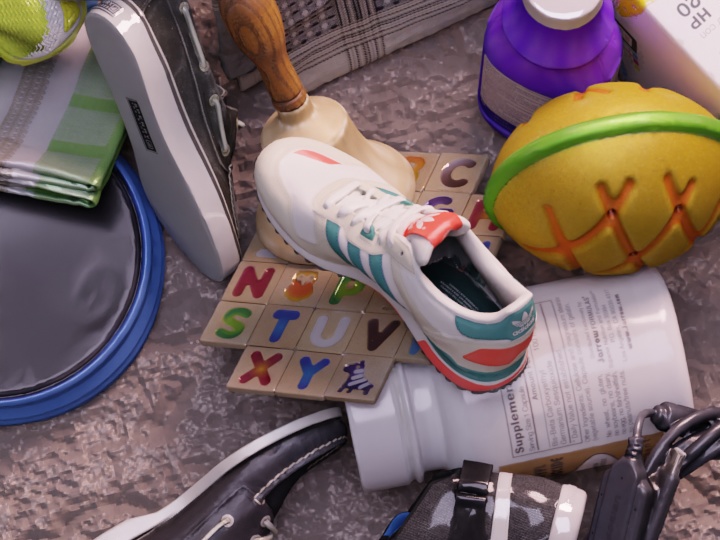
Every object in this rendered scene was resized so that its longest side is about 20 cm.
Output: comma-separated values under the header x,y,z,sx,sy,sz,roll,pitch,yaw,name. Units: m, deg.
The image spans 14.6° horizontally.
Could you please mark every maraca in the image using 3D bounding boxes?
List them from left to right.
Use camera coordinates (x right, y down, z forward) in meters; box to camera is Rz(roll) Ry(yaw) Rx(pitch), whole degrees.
x,y,z,sx,sy,sz,roll,pitch,yaw,name
0.169,-0.055,1.643,0.199,0.137,0.107,-4,66,-14,maraca

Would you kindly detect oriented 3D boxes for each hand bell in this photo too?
x,y,z,sx,sy,sz,roll,pitch,yaw,name
-0.046,-0.110,1.671,0.104,0.200,0.104,-13,42,12,hand bell

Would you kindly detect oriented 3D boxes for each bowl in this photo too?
x,y,z,sx,sy,sz,roll,pitch,yaw,name
-0.222,-0.005,1.746,0.200,0.039,0.201,-1,76,2,bowl

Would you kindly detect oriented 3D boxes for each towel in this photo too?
x,y,z,sx,sy,sz,roll,pitch,yaw,name
-0.235,-0.118,1.748,0.199,0.031,0.150,11,55,10,towel
0.003,-0.179,1.704,0.199,0.193,0.035,-22,68,-4,towel

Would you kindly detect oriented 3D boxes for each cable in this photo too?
x,y,z,sx,sy,sz,roll,pitch,yaw,name
0.198,0.173,1.652,0.163,0.051,0.201,2,104,-32,cable

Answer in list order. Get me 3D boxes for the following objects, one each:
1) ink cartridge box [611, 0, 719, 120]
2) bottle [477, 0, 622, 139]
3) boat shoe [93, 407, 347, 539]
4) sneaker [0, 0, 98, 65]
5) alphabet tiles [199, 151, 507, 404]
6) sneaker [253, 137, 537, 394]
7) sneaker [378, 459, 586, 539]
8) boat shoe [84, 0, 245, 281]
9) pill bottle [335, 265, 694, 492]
x,y,z,sx,sy,sz,roll,pitch,yaw,name
0.205,-0.197,1.724,0.147,0.145,0.200,-40,79,-8,ink cartridge box
0.114,-0.132,1.682,0.083,0.200,0.065,25,74,8,bottle
-0.086,0.153,1.685,0.200,0.074,0.060,-32,77,-3,boat shoe
-0.251,-0.161,1.737,0.199,0.105,0.076,7,108,21,sneaker
0.000,0.000,1.693,0.166,0.006,0.200,4,49,28,alphabet tiles
0.025,-0.021,1.598,0.200,0.093,0.070,43,62,14,sneaker
0.053,0.202,1.645,0.111,0.073,0.201,18,104,4,sneaker
-0.101,-0.086,1.704,0.064,0.201,0.071,-34,36,-24,boat shoe
0.090,0.069,1.678,0.199,0.114,0.115,-12,76,-1,pill bottle
